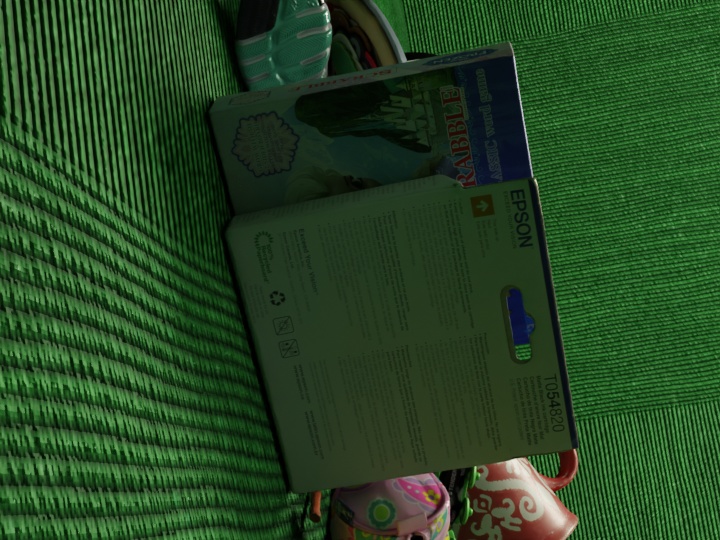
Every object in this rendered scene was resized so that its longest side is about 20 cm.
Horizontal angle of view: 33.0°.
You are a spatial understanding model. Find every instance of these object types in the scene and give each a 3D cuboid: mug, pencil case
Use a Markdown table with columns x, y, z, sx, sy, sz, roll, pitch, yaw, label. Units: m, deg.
| x | y | z | sx | sy | sz | roll | pitch | yaw | label |
| --- | --- | --- | --- | --- | --- | --- | --- | --- | --- |
| 0.102 | 0.185 | 1.163 | 0.200 | 0.133 | 0.177 | 53 | 32 | 4 | mug |
| 0.026 | 0.232 | 0.877 | 0.088 | 0.087 | 0.201 | -87 | 175 | -60 | pencil case |

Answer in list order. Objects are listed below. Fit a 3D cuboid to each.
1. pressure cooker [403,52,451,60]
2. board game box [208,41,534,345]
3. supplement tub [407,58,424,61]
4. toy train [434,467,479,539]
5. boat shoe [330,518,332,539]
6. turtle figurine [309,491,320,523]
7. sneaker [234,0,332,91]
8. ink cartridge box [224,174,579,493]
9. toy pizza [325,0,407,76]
| x | y | z | sx | sy | sz | roll | pitch | yaw | label |
| --- | --- | --- | --- | --- | --- | --- | --- | --- | --- |
| 0.061 | -0.146 | 1.384 | 0.200 | 0.175 | 0.179 | -87 | 169 | -46 | pressure cooker |
| 0.019 | -0.034 | 0.812 | 0.041 | 0.199 | 0.201 | -81 | 159 | -68 | board game box |
| 0.025 | -0.089 | 1.143 | 0.145 | 0.145 | 0.201 | -54 | 133 | -80 | supplement tub |
| 0.060 | 0.241 | 0.999 | 0.056 | 0.042 | 0.201 | -97 | -162 | -88 | toy train |
| 0.014 | 0.197 | 1.016 | 0.200 | 0.072 | 0.073 | -62 | 148 | -62 | boat shoe |
| 0.032 | 0.108 | 0.922 | 0.200 | 0.064 | 0.162 | -26 | 137 | -61 | turtle figurine |
| -0.063 | -0.160 | 0.937 | 0.088 | 0.074 | 0.200 | -119 | -164 | -47 | sneaker |
| 0.030 | 0.041 | 0.797 | 0.041 | 0.199 | 0.200 | -81 | 160 | -68 | ink cartridge box |
| -0.017 | -0.139 | 0.991 | 0.200 | 0.032 | 0.201 | 43 | -37 | 44 | toy pizza |
